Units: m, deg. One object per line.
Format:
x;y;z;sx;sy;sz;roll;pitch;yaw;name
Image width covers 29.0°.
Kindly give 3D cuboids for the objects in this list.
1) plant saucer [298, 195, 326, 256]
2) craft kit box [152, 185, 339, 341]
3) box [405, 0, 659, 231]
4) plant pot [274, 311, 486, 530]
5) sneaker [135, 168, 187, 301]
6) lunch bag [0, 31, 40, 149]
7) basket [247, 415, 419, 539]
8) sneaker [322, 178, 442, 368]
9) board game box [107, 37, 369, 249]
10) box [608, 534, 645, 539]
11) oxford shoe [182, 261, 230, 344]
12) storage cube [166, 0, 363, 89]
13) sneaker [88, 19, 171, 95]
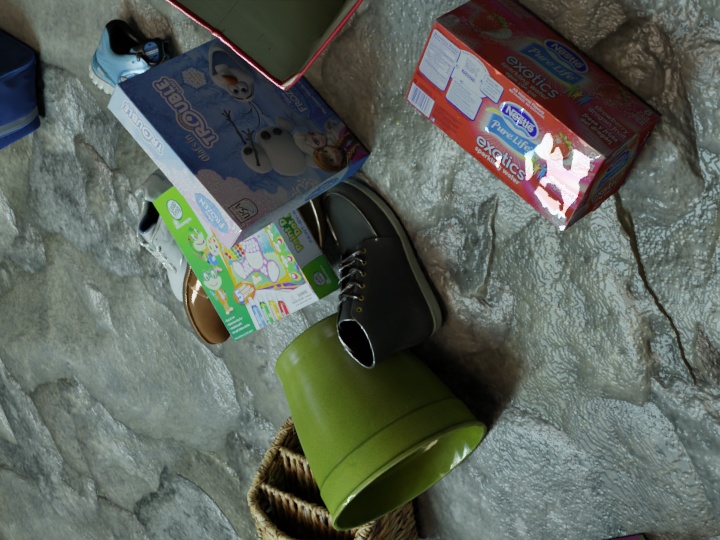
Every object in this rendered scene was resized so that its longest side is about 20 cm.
-0.100;-0.082;1.594;0.200;0.035;0.201;34;141;33;plant saucer
-0.133;-0.033;1.592;0.200;0.048;0.198;-28;91;53;craft kit box
0.150;-0.145;1.237;0.200;0.095;0.100;42;141;18;box
0.006;0.152;1.552;0.193;0.200;0.201;56;144;20;plant pot
-0.242;-0.044;1.745;0.074;0.087;0.201;19;131;36;sneaker
-0.533;-0.246;1.874;0.200;0.136;0.133;33;136;29;lunch bag
-0.046;0.287;1.723;0.200;0.143;0.149;18;129;39;basket
0.000;0.000;1.494;0.200;0.106;0.075;58;143;4;sneaker
-0.124;-0.146;1.450;0.200;0.199;0.043;49;142;9;board game box
0.264;0.411;1.448;0.097;0.176;0.200;-28;95;52;box
-0.176;0.015;1.731;0.071;0.071;0.201;23;130;31;oxford shoe
-0.057;-0.305;1.224;0.171;0.180;0.200;36;131;-9;storage cube
-0.245;-0.223;1.628;0.200;0.078;0.090;38;135;22;sneaker
